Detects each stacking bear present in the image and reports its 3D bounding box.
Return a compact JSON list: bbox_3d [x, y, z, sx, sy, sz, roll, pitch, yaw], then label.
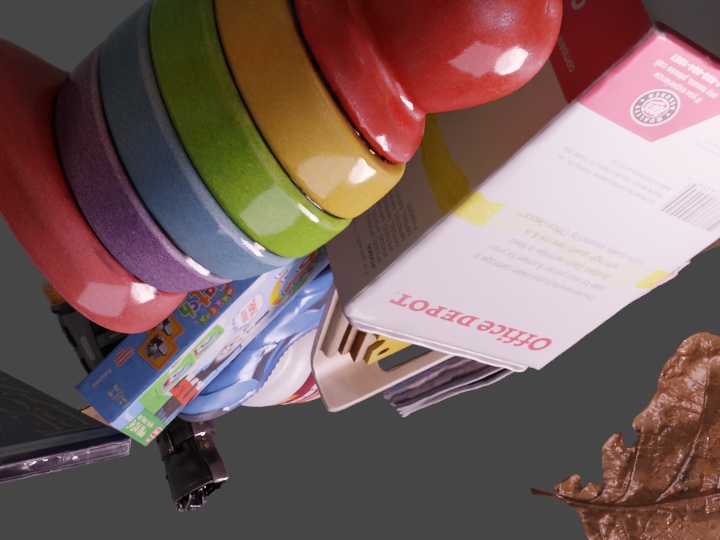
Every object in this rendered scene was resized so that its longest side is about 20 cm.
[{"bbox_3d":[-0.023,-0.068,0.434,0.198,0.115,0.121,-26,170,19],"label":"stacking bear"}]

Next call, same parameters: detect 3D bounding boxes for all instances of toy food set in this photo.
[{"bbox_3d":[0.051,0.022,0.779,0.142,0.061,0.201,-24,159,-21],"label":"toy food set"}]

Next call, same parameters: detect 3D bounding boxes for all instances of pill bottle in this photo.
[{"bbox_3d":[-0.082,0.064,1.105,0.111,0.115,0.200,-20,171,12],"label":"pill bottle"}]

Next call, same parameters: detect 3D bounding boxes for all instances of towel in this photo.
[{"bbox_3d":[0.138,0.048,0.967,0.190,0.033,0.199,-26,176,-39],"label":"towel"}]

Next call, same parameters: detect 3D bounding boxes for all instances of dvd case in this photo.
[{"bbox_3d":[-0.270,0.089,0.804,0.198,0.016,0.148,21,-168,31],"label":"dvd case"}]

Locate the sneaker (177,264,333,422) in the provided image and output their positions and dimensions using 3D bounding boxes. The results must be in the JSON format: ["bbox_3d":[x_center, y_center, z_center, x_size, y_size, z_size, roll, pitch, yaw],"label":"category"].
[{"bbox_3d":[-0.076,0.032,0.952,0.199,0.066,0.079,-39,144,-13],"label":"sneaker"}]

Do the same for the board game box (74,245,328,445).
[{"bbox_3d":[-0.088,0.025,0.797,0.200,0.037,0.151,-46,173,-10],"label":"board game box"}]

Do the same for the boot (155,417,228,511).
[{"bbox_3d":[-0.183,0.136,1.131,0.068,0.177,0.200,-14,170,-26],"label":"boot"}]

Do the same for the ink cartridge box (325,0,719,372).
[{"bbox_3d":[0.093,-0.048,0.572,0.144,0.084,0.200,17,134,-39],"label":"ink cartridge box"}]

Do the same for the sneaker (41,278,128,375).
[{"bbox_3d":[-0.154,0.035,0.890,0.077,0.078,0.199,-24,172,23],"label":"sneaker"}]
